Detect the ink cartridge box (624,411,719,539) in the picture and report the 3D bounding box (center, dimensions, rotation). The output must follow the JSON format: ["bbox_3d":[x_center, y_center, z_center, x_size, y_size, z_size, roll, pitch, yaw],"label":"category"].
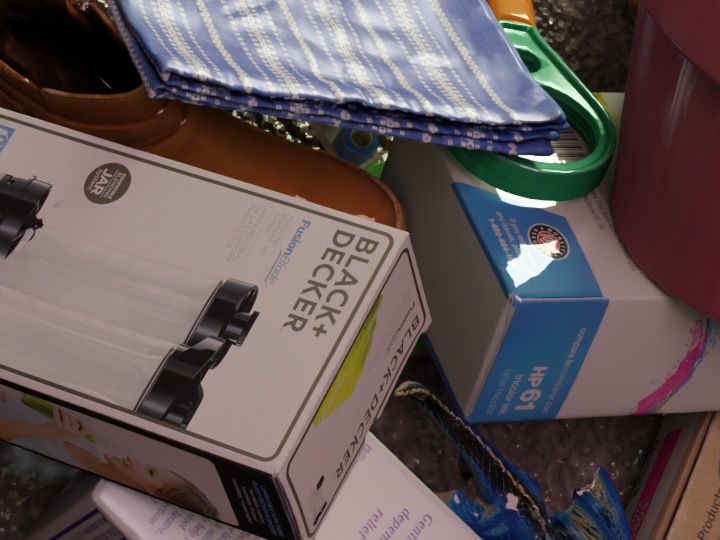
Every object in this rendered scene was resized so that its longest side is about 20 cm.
[{"bbox_3d":[0.199,0.166,1.161,0.164,0.075,0.201,30,70,-8],"label":"ink cartridge box"}]

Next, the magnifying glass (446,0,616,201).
[{"bbox_3d":[0.073,-0.099,1.121,0.079,0.023,0.201,9,35,-10],"label":"magnifying glass"}]

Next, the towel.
[{"bbox_3d":[-0.017,-0.109,1.038,0.199,0.024,0.145,7,36,-29],"label":"towel"}]

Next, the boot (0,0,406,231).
[{"bbox_3d":[-0.077,-0.062,1.050,0.199,0.155,0.077,24,73,11],"label":"boot"}]

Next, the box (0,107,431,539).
[{"bbox_3d":[-0.086,0.018,0.931,0.199,0.060,0.117,19,61,22],"label":"box"}]

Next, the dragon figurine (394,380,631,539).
[{"bbox_3d":[0.079,0.118,1.041,0.059,0.099,0.201,-47,135,-36],"label":"dragon figurine"}]

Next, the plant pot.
[{"bbox_3d":[0.192,-0.079,1.016,0.198,0.180,0.201,11,41,-10],"label":"plant pot"}]

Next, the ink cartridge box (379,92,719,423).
[{"bbox_3d":[0.124,-0.009,1.117,0.198,0.085,0.145,-2,43,-22],"label":"ink cartridge box"}]

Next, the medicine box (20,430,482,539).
[{"bbox_3d":[-0.032,0.140,1.031,0.200,0.182,0.103,43,68,-4],"label":"medicine box"}]

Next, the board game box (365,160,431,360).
[{"bbox_3d":[0.000,0.000,1.160,0.199,0.030,0.096,-15,82,-20],"label":"board game box"}]

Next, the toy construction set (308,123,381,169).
[{"bbox_3d":[-0.042,-0.151,1.149,0.200,0.092,0.132,42,61,-15],"label":"toy construction set"}]

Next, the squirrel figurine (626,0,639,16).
[{"bbox_3d":[0.232,-0.221,1.206,0.198,0.187,0.143,1,74,-19],"label":"squirrel figurine"}]
